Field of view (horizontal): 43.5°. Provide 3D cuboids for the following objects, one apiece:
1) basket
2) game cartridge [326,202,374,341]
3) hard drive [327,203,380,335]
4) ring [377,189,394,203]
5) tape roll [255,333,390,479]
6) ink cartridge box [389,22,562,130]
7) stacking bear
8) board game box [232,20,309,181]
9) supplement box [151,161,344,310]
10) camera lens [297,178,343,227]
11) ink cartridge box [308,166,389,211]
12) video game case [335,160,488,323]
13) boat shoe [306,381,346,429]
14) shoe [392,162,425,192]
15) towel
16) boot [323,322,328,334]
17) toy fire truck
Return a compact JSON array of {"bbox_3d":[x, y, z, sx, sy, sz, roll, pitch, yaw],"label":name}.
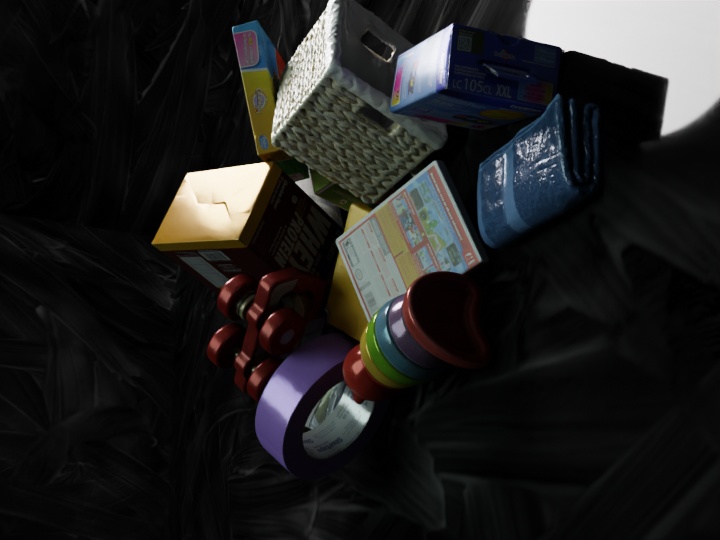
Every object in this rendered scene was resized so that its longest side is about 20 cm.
[{"bbox_3d":[-0.003,-0.237,1.253,0.161,0.198,0.200,-41,31,35],"label":"basket"},{"bbox_3d":[0.044,0.022,1.191,0.200,0.032,0.177,27,110,41],"label":"game cartridge"},{"bbox_3d":[0.000,0.000,1.325,0.135,0.042,0.200,-97,29,-76],"label":"hard drive"},{"bbox_3d":[0.028,-0.035,1.402,0.200,0.019,0.201,-47,35,48],"label":"ring"},{"bbox_3d":[-0.048,0.190,1.260,0.066,0.200,0.201,32,116,38],"label":"tape roll"},{"bbox_3d":[0.132,-0.216,1.014,0.200,0.136,0.077,178,98,-72],"label":"ink cartridge box"},{"bbox_3d":[0.050,0.096,1.096,0.200,0.114,0.122,-44,41,45],"label":"stacking bear"},{"bbox_3d":[-0.131,-0.245,1.338,0.153,0.040,0.200,42,-146,-76],"label":"board game box"},{"bbox_3d":[-0.160,-0.044,1.361,0.197,0.200,0.133,-1,58,40],"label":"supplement box"},{"bbox_3d":[-0.114,-0.090,1.651,0.200,0.160,0.160,-102,27,-47],"label":"camera lens"},{"bbox_3d":[-0.058,-0.191,1.378,0.076,0.200,0.148,-33,53,31],"label":"ink cartridge box"},{"bbox_3d":[0.059,-0.026,1.141,0.200,0.017,0.143,-37,67,38],"label":"video game case"},{"bbox_3d":[-0.018,0.161,1.378,0.202,0.065,0.074,-59,-16,-2],"label":"boat shoe"},{"bbox_3d":[0.078,-0.103,1.254,0.200,0.053,0.070,-116,39,-60],"label":"shoe"},{"bbox_3d":[0.180,-0.098,0.957,0.200,0.048,0.112,144,131,-65],"label":"towel"},{"bbox_3d":[-0.079,0.065,1.466,0.076,0.168,0.201,128,146,-56],"label":"boot"},{"bbox_3d":[-0.110,0.080,1.267,0.112,0.168,0.200,35,123,29],"label":"toy fire truck"}]
